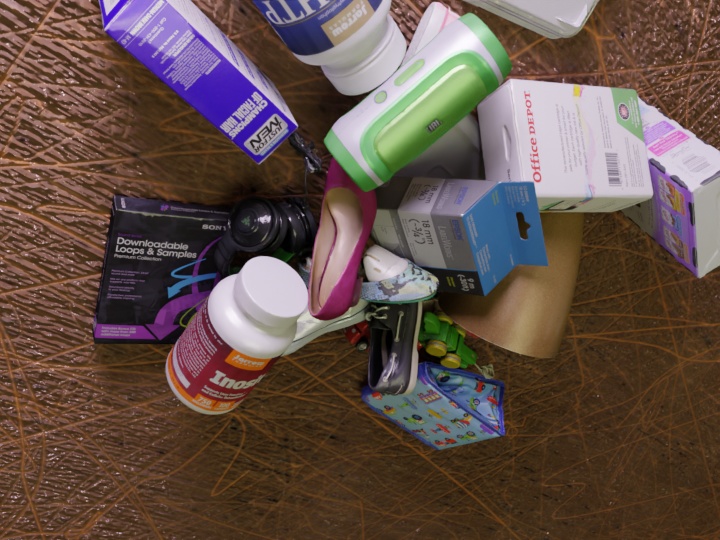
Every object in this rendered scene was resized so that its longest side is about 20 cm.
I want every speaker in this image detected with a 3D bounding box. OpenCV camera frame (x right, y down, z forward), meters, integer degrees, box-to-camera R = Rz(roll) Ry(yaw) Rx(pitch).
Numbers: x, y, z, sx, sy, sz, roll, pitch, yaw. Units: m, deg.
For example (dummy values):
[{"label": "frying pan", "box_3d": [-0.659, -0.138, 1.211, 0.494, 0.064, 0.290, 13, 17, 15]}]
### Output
[{"label": "speaker", "box_3d": [0.059, -0.174, 0.753, 0.200, 0.089, 0.088, -40, 132, 8]}]

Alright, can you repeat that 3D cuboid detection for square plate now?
[{"label": "square plate", "box_3d": [0.095, -0.114, 0.948, 0.198, 0.029, 0.200, -44, 131, 13]}]

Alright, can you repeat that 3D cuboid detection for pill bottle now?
[{"label": "pill bottle", "box_3d": [-0.039, -0.274, 0.696, 0.119, 0.120, 0.200, -37, 132, 7]}, {"label": "pill bottle", "box_3d": [-0.147, 0.078, 0.860, 0.112, 0.114, 0.200, 13, 135, -32]}]

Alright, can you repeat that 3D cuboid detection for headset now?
[{"label": "headset", "box_3d": [-0.107, -0.066, 0.864, 0.123, 0.094, 0.200, -7, 144, -51]}]

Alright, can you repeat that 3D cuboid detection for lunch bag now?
[{"label": "lunch bag", "box_3d": [0.109, 0.207, 1.140, 0.199, 0.095, 0.150, 27, 144, -32]}]

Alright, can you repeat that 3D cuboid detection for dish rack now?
[{"label": "dish rack", "box_3d": [0.215, -0.356, 0.799, 0.199, 0.044, 0.172, 10, 121, -32]}]

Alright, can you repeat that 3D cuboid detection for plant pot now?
[{"label": "plant pot", "box_3d": [0.231, -0.009, 1.010, 0.185, 0.186, 0.201, 11, 109, -31]}]

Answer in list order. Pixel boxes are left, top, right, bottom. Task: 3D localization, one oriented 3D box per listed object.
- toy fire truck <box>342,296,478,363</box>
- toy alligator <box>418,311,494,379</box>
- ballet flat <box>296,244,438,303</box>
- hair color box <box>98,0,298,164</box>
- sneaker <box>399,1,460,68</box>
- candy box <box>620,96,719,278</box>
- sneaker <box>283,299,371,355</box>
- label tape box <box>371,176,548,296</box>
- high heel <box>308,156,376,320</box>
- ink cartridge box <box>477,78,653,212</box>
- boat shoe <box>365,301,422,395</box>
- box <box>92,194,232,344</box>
[{"label": "toy fire truck", "box_3d": [0.083, 0.081, 1.086, 0.199, 0.049, 0.141, 30, 110, -38]}, {"label": "toy alligator", "box_3d": [0.132, 0.117, 1.070, 0.054, 0.060, 0.200, -7, 145, 37]}, {"label": "ballet flat", "box_3d": [0.000, 0.000, 0.898, 0.199, 0.075, 0.074, 1, 141, 28]}, {"label": "hair color box", "box_3d": [-0.157, -0.205, 0.703, 0.065, 0.110, 0.200, -42, 131, 12]}, {"label": "sneaker", "box_3d": [0.084, -0.195, 0.834, 0.104, 0.075, 0.201, 20, 114, -16]}, {"label": "candy box", "box_3d": [0.417, -0.116, 0.977, 0.071, 0.200, 0.168, -30, 133, 0]}, {"label": "sneaker", "box_3d": [-0.080, 0.056, 0.985, 0.199, 0.073, 0.071, -23, 124, -19]}, {"label": "label tape box", "box_3d": [0.117, -0.040, 0.877, 0.199, 0.064, 0.145, 6, 141, 29]}, {"label": "high heel", "box_3d": [-0.026, -0.044, 0.821, 0.067, 0.096, 0.202, 0, 97, 23]}, {"label": "ink cartridge box", "box_3d": [0.257, -0.152, 0.906, 0.199, 0.146, 0.084, -2, 171, -23]}, {"label": "boat shoe", "box_3d": [0.040, 0.071, 0.985, 0.062, 0.072, 0.202, 2, 86, -31]}, {"label": "box", "box_3d": [-0.245, 0.007, 0.884, 0.142, 0.036, 0.201, 3, 123, -27]}]
